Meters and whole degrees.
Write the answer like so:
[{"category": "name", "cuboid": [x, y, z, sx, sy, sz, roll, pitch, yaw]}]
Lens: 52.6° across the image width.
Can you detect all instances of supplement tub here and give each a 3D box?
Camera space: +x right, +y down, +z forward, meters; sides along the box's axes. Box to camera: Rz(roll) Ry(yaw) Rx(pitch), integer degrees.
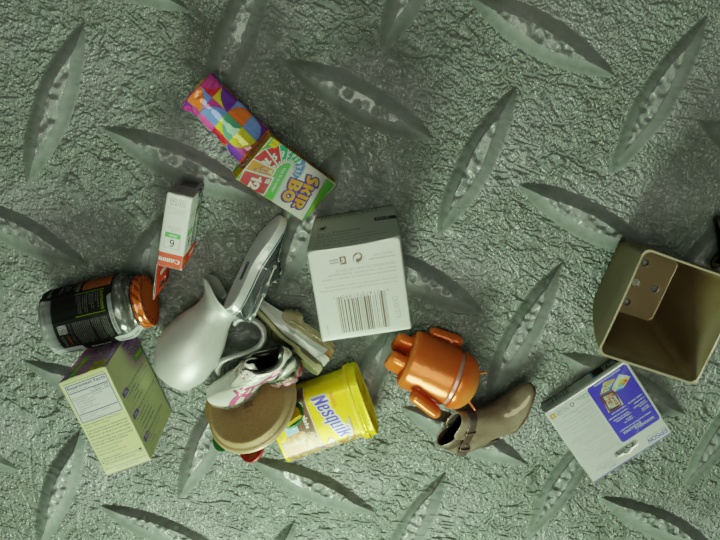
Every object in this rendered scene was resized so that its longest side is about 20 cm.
[{"category": "supplement tub", "cuboid": [-0.486, 0.077, 1.362, 0.194, 0.123, 0.126, -12, 109, 4]}]

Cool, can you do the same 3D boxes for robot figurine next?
[{"category": "robot figurine", "cuboid": [0.145, 0.195, 1.407, 0.196, 0.145, 0.119, 23, 117, -1]}]

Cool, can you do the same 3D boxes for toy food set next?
[{"category": "toy food set", "cuboid": [-0.209, 0.265, 1.407, 0.197, 0.200, 0.049, -32, 140, -1]}]

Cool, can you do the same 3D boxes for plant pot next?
[{"category": "plant pot", "cuboid": [0.536, 0.055, 1.338, 0.195, 0.178, 0.205, 17, 108, -6]}]

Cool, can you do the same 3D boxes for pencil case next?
[{"category": "pencil case", "cuboid": [-0.219, -0.247, 1.280, 0.088, 0.089, 0.200, -40, 104, 12]}]

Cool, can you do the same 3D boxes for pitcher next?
[{"category": "pitcher", "cuboid": [-0.287, 0.139, 1.383, 0.170, 0.121, 0.202, 38, 97, 4]}]

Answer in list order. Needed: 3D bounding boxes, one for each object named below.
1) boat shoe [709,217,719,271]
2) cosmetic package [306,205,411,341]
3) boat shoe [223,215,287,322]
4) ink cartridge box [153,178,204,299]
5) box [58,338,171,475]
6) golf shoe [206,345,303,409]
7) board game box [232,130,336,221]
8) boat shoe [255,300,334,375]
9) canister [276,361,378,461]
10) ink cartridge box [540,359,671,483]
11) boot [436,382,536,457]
[{"category": "boat shoe", "cuboid": [0.701, -0.012, 1.382, 0.071, 0.075, 0.206, -5, 100, 11]}, {"category": "cosmetic package", "cuboid": [0.000, 0.000, 1.301, 0.160, 0.201, 0.170, -8, 110, 2]}, {"category": "boat shoe", "cuboid": [-0.178, -0.002, 1.347, 0.067, 0.071, 0.204, 32, 75, -28]}, {"category": "ink cartridge box", "cuboid": [-0.331, -0.055, 1.327, 0.049, 0.109, 0.205, 11, 108, -4]}, {"category": "box", "cuboid": [-0.460, 0.245, 1.390, 0.094, 0.177, 0.205, -18, 108, 5]}, {"category": "golf shoe", "cuboid": [-0.210, 0.192, 1.367, 0.196, 0.074, 0.093, -24, 138, 7]}, {"category": "board game box", "cuboid": [-0.125, -0.159, 1.283, 0.096, 0.030, 0.199, -46, 142, 12]}, {"category": "boat shoe", "cuboid": [-0.137, 0.111, 1.409, 0.199, 0.075, 0.069, 42, 70, -1]}, {"category": "canister", "cuboid": [-0.078, 0.286, 1.457, 0.195, 0.087, 0.152, -20, 107, 7]}, {"category": "ink cartridge box", "cuboid": [0.503, 0.304, 1.491, 0.196, 0.044, 0.202, -35, 103, 10]}, {"category": "boot", "cuboid": [0.244, 0.294, 1.444, 0.143, 0.071, 0.203, 12, 120, -37]}]
